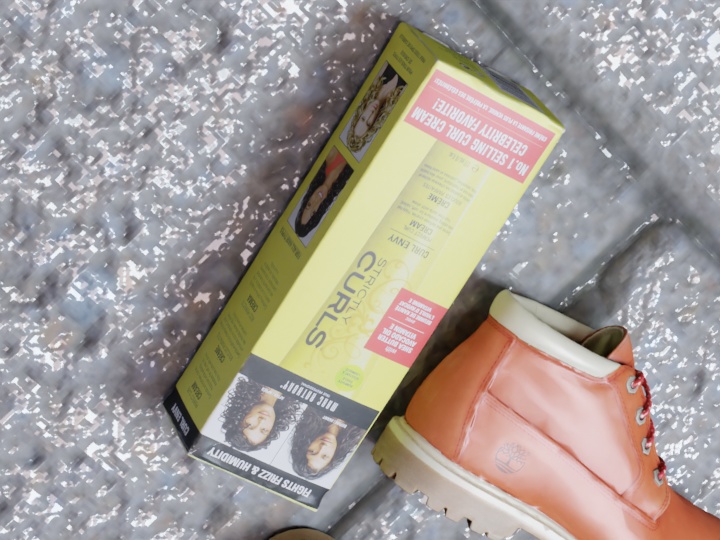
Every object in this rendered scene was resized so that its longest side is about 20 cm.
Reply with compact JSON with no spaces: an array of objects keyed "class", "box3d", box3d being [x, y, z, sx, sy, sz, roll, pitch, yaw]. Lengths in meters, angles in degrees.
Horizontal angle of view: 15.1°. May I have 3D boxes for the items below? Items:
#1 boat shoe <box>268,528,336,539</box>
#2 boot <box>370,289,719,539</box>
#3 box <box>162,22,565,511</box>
[{"class":"boat shoe","box3d":[0.028,0.193,1.247,0.200,0.070,0.070,34,99,-31]},{"class":"boot","box3d":[0.114,0.085,1.225,0.200,0.075,0.107,28,98,-28]},{"class":"box","box3d":[0.000,0.000,1.153,0.075,0.050,0.200,27,103,-28]}]
